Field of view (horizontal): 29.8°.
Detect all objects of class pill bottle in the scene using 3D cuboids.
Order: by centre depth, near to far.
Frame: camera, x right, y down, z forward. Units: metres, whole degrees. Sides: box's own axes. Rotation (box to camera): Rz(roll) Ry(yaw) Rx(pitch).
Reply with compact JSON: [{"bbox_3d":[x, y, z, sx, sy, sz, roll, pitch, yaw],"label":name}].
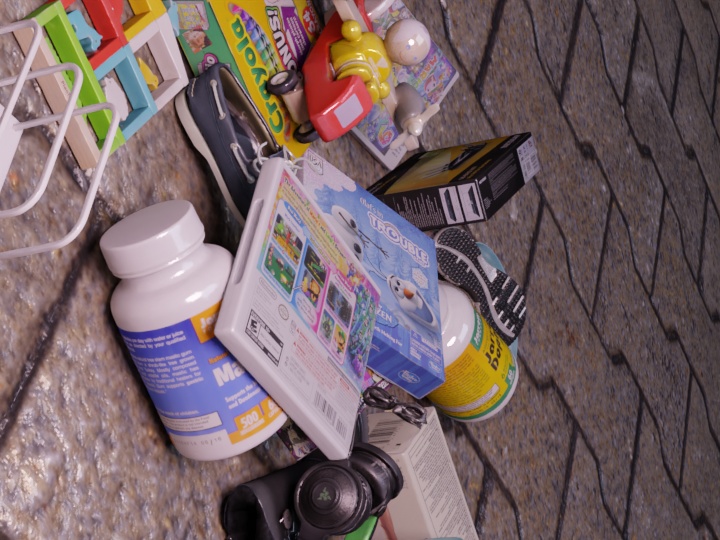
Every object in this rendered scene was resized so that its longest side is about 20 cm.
[{"bbox_3d":[-0.140,0.048,1.127,0.112,0.112,0.201,-55,130,-52],"label":"pill bottle"},{"bbox_3d":[0.094,0.085,1.550,0.200,0.112,0.113,47,43,-46],"label":"pill bottle"}]

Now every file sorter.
[{"bbox_3d":[-0.273,-0.112,0.910,0.200,0.124,0.139,50,42,-45],"label":"file sorter"}]

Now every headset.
[{"bbox_3d":[0.002,0.202,1.233,0.123,0.094,0.201,-18,123,-61],"label":"headset"}]

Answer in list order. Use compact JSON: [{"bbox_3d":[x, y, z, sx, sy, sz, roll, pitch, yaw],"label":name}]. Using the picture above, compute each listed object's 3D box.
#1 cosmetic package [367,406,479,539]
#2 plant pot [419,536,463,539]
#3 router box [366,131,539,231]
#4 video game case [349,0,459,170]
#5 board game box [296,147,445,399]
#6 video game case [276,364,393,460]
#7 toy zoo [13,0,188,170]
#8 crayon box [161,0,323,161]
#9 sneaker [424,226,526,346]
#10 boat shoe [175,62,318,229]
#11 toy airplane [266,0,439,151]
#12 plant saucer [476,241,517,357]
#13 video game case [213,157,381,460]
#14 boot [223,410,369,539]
[{"bbox_3d":[0.056,0.260,1.457,0.103,0.087,0.201,-46,122,-57],"label":"cosmetic package"},{"bbox_3d":[0.053,0.351,1.328,0.200,0.200,0.162,20,56,-59],"label":"plant pot"},{"bbox_3d":[0.103,-0.099,1.570,0.200,0.157,0.052,-41,118,-58],"label":"router box"},{"bbox_3d":[0.025,-0.219,1.525,0.143,0.018,0.200,-55,141,-5],"label":"video game case"},{"bbox_3d":[0.000,0.000,1.356,0.200,0.043,0.200,34,35,-31],"label":"board game box"},{"bbox_3d":[-0.055,0.064,1.295,0.182,0.036,0.200,56,30,2],"label":"video game case"},{"bbox_3d":[-0.209,-0.189,1.158,0.132,0.020,0.200,67,31,-25],"label":"toy zoo"},{"bbox_3d":[-0.098,-0.216,1.333,0.201,0.058,0.173,67,32,-26],"label":"crayon box"},{"bbox_3d":[0.130,0.016,1.643,0.074,0.080,0.200,-51,123,-20],"label":"sneaker"},{"bbox_3d":[-0.091,-0.097,1.240,0.075,0.062,0.201,-24,81,-55],"label":"boat shoe"},{"bbox_3d":[0.007,-0.218,1.317,0.200,0.141,0.200,1,83,-61],"label":"toy airplane"},{"bbox_3d":[0.154,0.064,1.758,0.200,0.027,0.201,25,61,-57],"label":"plant saucer"},{"bbox_3d":[-0.047,0.035,1.164,0.200,0.024,0.183,53,38,-42],"label":"video game case"},{"bbox_3d":[-0.065,0.190,1.287,0.200,0.065,0.166,-14,94,-57],"label":"boot"}]
